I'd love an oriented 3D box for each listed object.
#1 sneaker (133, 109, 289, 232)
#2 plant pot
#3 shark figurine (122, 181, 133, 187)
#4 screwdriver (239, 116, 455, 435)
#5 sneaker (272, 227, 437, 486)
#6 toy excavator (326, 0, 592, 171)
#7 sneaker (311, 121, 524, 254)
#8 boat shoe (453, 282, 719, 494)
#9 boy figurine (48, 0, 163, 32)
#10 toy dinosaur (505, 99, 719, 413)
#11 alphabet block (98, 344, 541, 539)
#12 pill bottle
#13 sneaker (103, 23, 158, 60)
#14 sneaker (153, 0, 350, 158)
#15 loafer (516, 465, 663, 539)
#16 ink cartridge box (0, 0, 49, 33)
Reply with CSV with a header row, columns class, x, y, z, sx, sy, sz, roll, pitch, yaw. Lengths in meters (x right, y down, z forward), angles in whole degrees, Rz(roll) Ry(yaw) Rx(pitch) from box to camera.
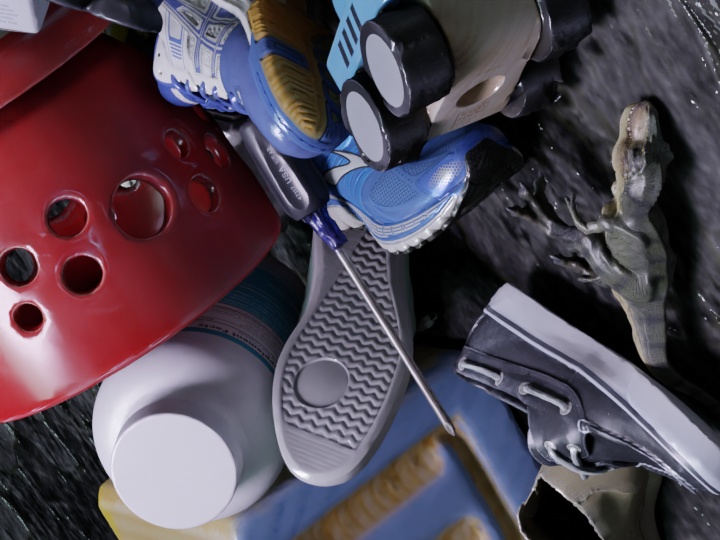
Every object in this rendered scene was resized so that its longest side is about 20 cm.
class,x,y,z,sx,sy,sz,roll,pitch,yaw
sneaker,-0.115,-0.064,1.720,0.200,0.078,0.100,21,121,46
plant pot,-0.171,-0.043,1.579,0.183,0.200,0.200,57,158,-15
shark figurine,-0.112,-0.027,1.795,0.089,0.215,0.128,19,126,-11
screwdriver,0.000,0.000,1.530,0.200,0.029,0.028,53,165,-5
sneaker,0.001,0.056,1.611,0.074,0.201,0.118,2,143,11
toy excavator,0.009,-0.149,1.400,0.200,0.100,0.195,63,162,15
sneaker,0.010,-0.066,1.515,0.089,0.079,0.200,59,158,-19
boat shoe,0.117,0.075,1.487,0.200,0.068,0.072,36,178,46
boy figurine,-0.092,-0.215,1.401,0.124,0.200,0.064,22,-173,0
toy dinosaur,0.125,-0.007,1.418,0.088,0.047,0.200,28,150,36
alphabet block,-0.006,0.167,1.743,0.200,0.195,0.197,7,128,62
pill bottle,-0.088,0.069,1.632,0.111,0.111,0.200,60,-162,-17
sneaker,-0.136,-0.189,1.634,0.085,0.074,0.200,51,155,28
sneaker,-0.060,-0.105,1.504,0.075,0.088,0.200,34,-161,-33
loafer,0.122,0.140,1.604,0.076,0.068,0.200,41,155,29
ink cartridge box,-0.167,-0.257,1.460,0.043,0.197,0.200,7,145,8
